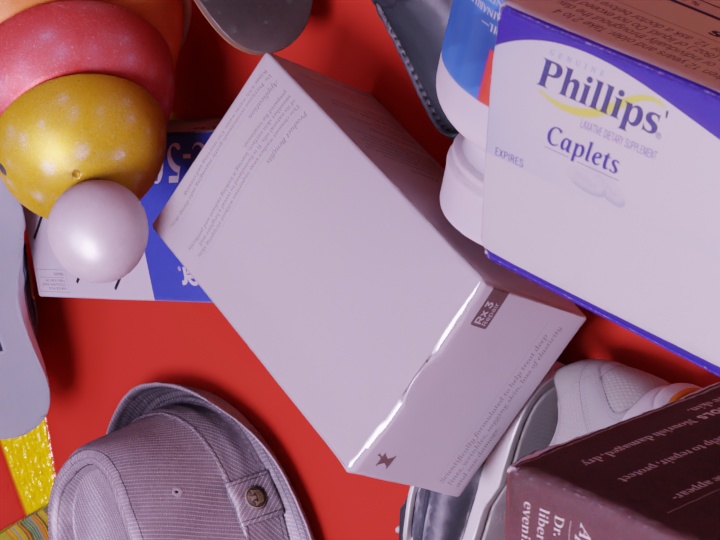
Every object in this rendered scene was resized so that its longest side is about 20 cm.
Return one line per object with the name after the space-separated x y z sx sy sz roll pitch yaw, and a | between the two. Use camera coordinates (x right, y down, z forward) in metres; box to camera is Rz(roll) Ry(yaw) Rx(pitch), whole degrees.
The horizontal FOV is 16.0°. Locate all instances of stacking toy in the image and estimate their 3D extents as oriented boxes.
-0.144 -0.074 1.281 0.200 0.146 0.146 -106 32 -43 | stacking toy

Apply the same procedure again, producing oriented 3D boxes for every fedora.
-0.107 0.163 1.416 0.177 0.090 0.200 -21 87 49 | fedora

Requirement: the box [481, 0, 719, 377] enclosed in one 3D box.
0.177 -0.041 0.948 0.184 0.200 0.105 28 123 40 | box

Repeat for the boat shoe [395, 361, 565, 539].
0.051 0.120 1.245 0.060 0.076 0.200 35 115 35 | boat shoe

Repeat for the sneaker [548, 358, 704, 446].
0.114 0.133 1.185 0.092 0.076 0.200 30 116 48 | sneaker

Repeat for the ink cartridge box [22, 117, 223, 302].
-0.110 -0.033 1.390 0.200 0.044 0.094 1 105 48 | ink cartridge box

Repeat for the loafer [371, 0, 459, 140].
0.018 -0.153 1.188 0.068 0.070 0.201 -20 87 50 | loafer

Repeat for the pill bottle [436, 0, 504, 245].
0.094 -0.107 1.087 0.112 0.112 0.200 35 127 36 | pill bottle

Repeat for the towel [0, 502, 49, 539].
-0.219 0.207 1.612 0.200 0.018 0.086 -31 78 49 | towel

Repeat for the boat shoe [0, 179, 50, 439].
-0.227 -0.005 1.473 0.091 0.071 0.200 -119 19 -55 | boat shoe

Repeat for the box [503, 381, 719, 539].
0.179 0.161 1.040 0.200 0.164 0.166 22 117 42 | box

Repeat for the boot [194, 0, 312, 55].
-0.082 -0.192 1.304 0.200 0.074 0.075 65 159 14 | boot

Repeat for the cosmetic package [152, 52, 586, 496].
0.000 0.000 1.202 0.113 0.081 0.200 -54 49 17 | cosmetic package
